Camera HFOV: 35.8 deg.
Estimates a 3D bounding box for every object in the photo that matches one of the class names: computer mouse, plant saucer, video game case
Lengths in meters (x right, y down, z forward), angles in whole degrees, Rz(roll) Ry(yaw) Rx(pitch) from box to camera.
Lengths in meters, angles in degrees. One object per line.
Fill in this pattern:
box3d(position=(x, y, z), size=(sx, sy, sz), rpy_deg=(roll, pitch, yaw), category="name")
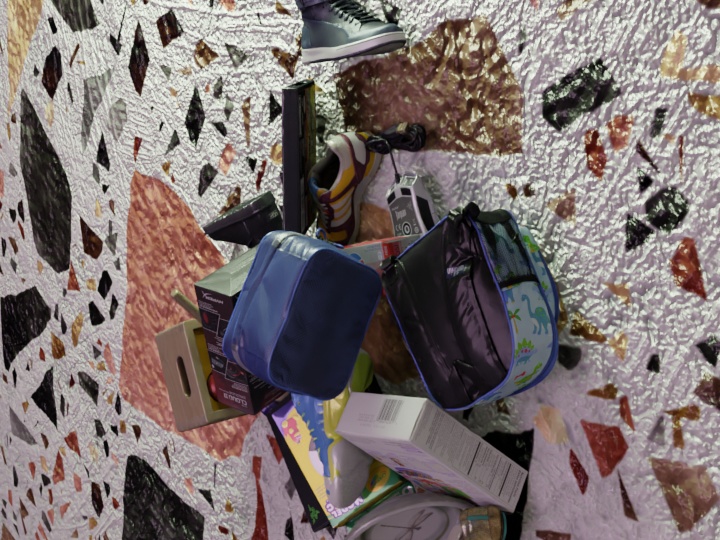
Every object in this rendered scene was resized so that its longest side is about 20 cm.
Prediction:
box3d(position=(0.066, -0.088, 1.432), size=(0.109, 0.043, 0.203), rpy_deg=(-16, 86, 54), category="computer mouse")
box3d(position=(0.060, 0.335, 1.426), size=(0.201, 0.197, 0.051), rpy_deg=(-63, 33, 37), category="plant saucer")
box3d(position=(-0.083, -0.153, 1.526), size=(0.025, 0.181, 0.203), rpy_deg=(1, 103, 5), category="video game case")

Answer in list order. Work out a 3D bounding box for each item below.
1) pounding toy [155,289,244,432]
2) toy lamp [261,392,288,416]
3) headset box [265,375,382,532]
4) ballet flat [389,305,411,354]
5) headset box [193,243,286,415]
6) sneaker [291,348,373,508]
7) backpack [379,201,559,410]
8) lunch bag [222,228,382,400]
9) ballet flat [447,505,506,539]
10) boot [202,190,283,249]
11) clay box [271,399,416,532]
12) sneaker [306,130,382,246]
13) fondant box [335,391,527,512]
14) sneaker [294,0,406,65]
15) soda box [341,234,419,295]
box3d(position=(-0.221, 0.130, 1.726), size=(0.141, 0.182, 0.203), rpy_deg=(-22, 81, 50), category="pounding toy")
box3d(position=(-0.086, 0.143, 1.649), size=(0.200, 0.058, 0.059), rpy_deg=(-51, 59, 32), category="toy lamp")
box3d(position=(-0.027, 0.254, 1.586), size=(0.174, 0.092, 0.202), rpy_deg=(-42, 66, 47), category="headset box")
box3d(position=(0.095, 0.105, 1.429), size=(0.201, 0.067, 0.068), rpy_deg=(60, 142, 38), category="ballet flat")
box3d(position=(-0.130, 0.082, 1.484), size=(0.074, 0.148, 0.203), rpy_deg=(14, 125, 37), category="headset box")
box3d(position=(-0.038, 0.198, 1.426), size=(0.104, 0.075, 0.203), rpy_deg=(-1, 76, 36), category="sneaker")
box3d(position=(0.141, 0.048, 1.287), size=(0.183, 0.145, 0.203), rpy_deg=(-37, 66, 46), category="backpack")
box3d(position=(-0.076, 0.045, 1.375), size=(0.132, 0.135, 0.202), rpy_deg=(17, 82, 49), category="lunch bag")
box3d(position=(0.135, 0.360, 1.393), size=(0.071, 0.070, 0.202), rpy_deg=(47, 147, 34), category="ballet flat")
box3d(position=(-0.133, 0.001, 1.597), size=(0.164, 0.065, 0.202), rpy_deg=(-15, 107, 55), category="boot")
box3d(position=(-0.020, 0.244, 1.467), size=(0.114, 0.048, 0.201), rpy_deg=(-36, 70, 12), category="clay box")
box3d(position=(-0.042, -0.101, 1.528), size=(0.075, 0.089, 0.202), rpy_deg=(43, 129, 36), category="sneaker")
box3d(position=(0.087, 0.221, 1.361), size=(0.143, 0.199, 0.059), rpy_deg=(-2, 56, 51), category="fondant box")
box3d(position=(-0.021, -0.350, 1.458), size=(0.201, 0.076, 0.149), rpy_deg=(8, 107, 51), category="sneaker")
box3d(position=(0.000, 0.000, 1.458), size=(0.199, 0.063, 0.071), rpy_deg=(-10, 92, 55), category="soda box")
